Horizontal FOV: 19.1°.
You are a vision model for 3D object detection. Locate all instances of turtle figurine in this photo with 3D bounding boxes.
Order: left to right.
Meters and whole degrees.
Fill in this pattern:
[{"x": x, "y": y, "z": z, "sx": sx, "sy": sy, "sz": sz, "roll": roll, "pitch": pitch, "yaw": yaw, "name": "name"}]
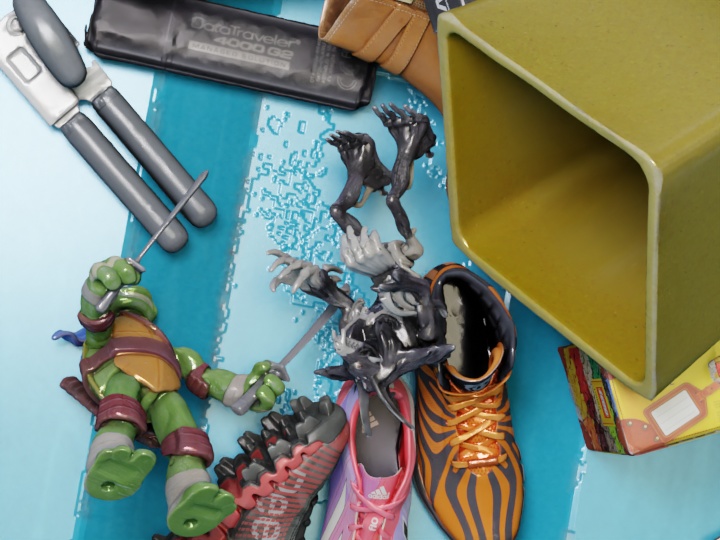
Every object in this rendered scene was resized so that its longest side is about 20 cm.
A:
[{"x": -0.112, "y": 0.055, "z": 1.356, "sx": 0.200, "sy": 0.144, "sz": 0.194, "roll": -14, "pitch": 46, "yaw": 7, "name": "turtle figurine"}]

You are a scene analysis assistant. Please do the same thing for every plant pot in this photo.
[{"x": 0.187, "y": -0.082, "z": 1.324, "sx": 0.200, "sy": 0.194, "sz": 0.195, "roll": -31, "pitch": 49, "yaw": -24, "name": "plant pot"}]

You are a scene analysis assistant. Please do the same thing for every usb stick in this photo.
[{"x": -0.088, "y": -0.153, "z": 1.455, "sx": 0.200, "sy": 0.033, "sz": 0.055, "roll": 12, "pitch": 79, "yaw": -5, "name": "usb stick"}]

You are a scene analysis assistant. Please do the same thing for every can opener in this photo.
[{"x": -0.175, "y": -0.098, "z": 1.430, "sx": 0.053, "sy": 0.066, "sz": 0.200, "roll": -40, "pitch": 96, "yaw": -3, "name": "can opener"}]

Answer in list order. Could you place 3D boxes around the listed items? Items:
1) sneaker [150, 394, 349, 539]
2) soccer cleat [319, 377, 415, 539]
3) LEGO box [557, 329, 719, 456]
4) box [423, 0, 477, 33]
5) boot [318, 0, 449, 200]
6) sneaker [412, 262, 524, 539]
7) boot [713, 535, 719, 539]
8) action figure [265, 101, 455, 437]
[{"x": -0.065, "y": 0.173, "z": 1.408, "sx": 0.098, "sy": 0.071, "sz": 0.200, "roll": 39, "pitch": 98, "yaw": -15, "name": "sneaker"}, {"x": 0.007, "y": 0.164, "z": 1.419, "sx": 0.067, "sy": 0.076, "sz": 0.200, "roll": 2, "pitch": 90, "yaw": -5, "name": "soccer cleat"}, {"x": 0.247, "y": 0.059, "z": 1.416, "sx": 0.200, "sy": 0.149, "sz": 0.077, "roll": -15, "pitch": 88, "yaw": -7, "name": "LEGO box"}, {"x": 0.116, "y": -0.245, "z": 1.375, "sx": 0.200, "sy": 0.044, "sz": 0.160, "roll": -13, "pitch": 81, "yaw": -28, "name": "box"}, {"x": 0.043, "y": -0.138, "z": 1.411, "sx": 0.155, "sy": 0.074, "sz": 0.200, "roll": 7, "pitch": 102, "yaw": -28, "name": "boot"}, {"x": 0.069, "y": 0.094, "z": 1.415, "sx": 0.078, "sy": 0.112, "sz": 0.200, "roll": -12, "pitch": 88, "yaw": -6, "name": "sneaker"}, {"x": 0.220, "y": 0.258, "z": 1.427, "sx": 0.075, "sy": 0.097, "sz": 0.200, "roll": 39, "pitch": 84, "yaw": -2, "name": "boot"}, {"x": 0.000, "y": 0.000, "z": 1.360, "sx": 0.102, "sy": 0.119, "sz": 0.200, "roll": 20, "pitch": 64, "yaw": -40, "name": "action figure"}]
